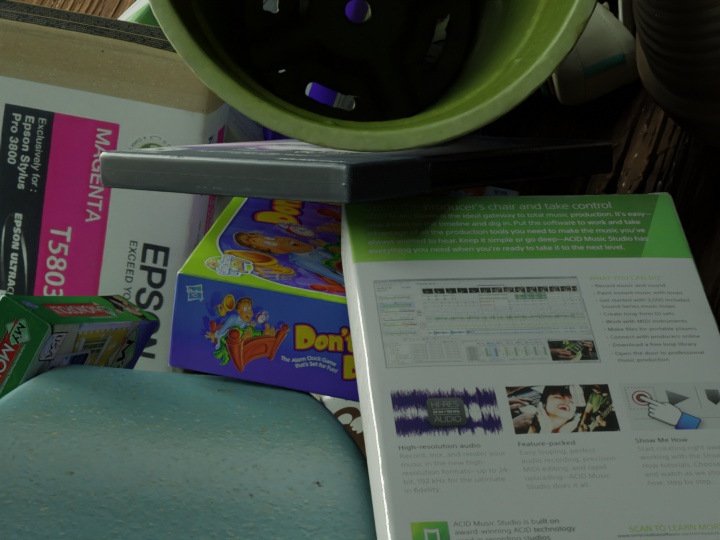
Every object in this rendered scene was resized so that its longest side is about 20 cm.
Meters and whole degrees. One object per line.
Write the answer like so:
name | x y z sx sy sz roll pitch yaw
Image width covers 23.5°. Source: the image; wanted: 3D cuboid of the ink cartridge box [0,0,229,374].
ink cartridge box | -0.162 -0.036 0.937 0.075 0.163 0.201 -69 -11 -73

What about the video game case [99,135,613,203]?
video game case | 0.003 -0.049 0.786 0.142 0.199 0.019 6 100 39

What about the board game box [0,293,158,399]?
board game box | -0.173 0.104 0.804 0.201 0.029 0.135 -62 -13 6

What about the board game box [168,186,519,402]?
board game box | 0.000 0.000 0.817 0.200 0.133 0.045 -66 -14 -69

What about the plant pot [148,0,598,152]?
plant pot | 0.003 -0.141 0.799 0.201 0.199 0.190 -55 -1 -4

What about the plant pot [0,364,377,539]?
plant pot | -0.084 0.150 0.714 0.201 0.195 0.197 -89 5 -50

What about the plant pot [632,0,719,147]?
plant pot | 0.198 -0.165 0.824 0.200 0.093 0.202 -34 34 27

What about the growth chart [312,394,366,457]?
growth chart | -0.031 0.089 0.884 0.199 0.018 0.145 -27 33 -4

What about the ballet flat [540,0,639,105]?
ballet flat | 0.115 -0.159 0.976 0.069 0.069 0.201 -40 34 21

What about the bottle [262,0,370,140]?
bottle | 0.005 -0.152 0.949 0.084 0.065 0.201 -116 44 -66

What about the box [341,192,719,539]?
box | 0.071 0.044 0.664 0.201 0.143 0.037 -97 9 -47

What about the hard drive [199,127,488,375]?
hard drive | -0.011 -0.021 0.996 0.200 0.038 0.140 -39 22 22

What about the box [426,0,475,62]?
box | 0.074 -0.220 0.959 0.110 0.034 0.202 179 104 -70

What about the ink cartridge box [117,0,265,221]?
ink cartridge box | -0.095 -0.102 1.060 0.087 0.145 0.200 -38 13 19

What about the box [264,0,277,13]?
box | -0.018 -0.158 1.010 0.121 0.200 0.032 -49 44 6
